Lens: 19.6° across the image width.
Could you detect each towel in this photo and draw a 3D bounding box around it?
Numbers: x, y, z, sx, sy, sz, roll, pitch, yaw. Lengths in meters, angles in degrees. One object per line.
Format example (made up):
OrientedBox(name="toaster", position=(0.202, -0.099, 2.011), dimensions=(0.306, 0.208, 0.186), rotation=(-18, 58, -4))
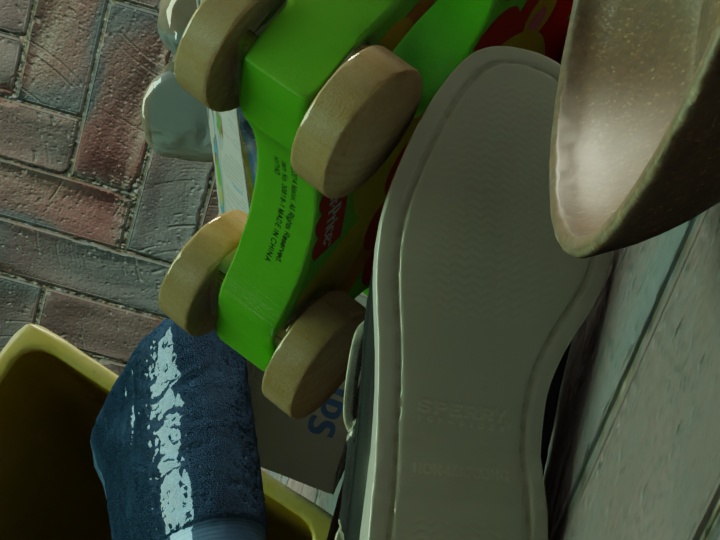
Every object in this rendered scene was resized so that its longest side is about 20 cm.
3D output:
OrientedBox(name="towel", position=(-0.069, 0.123, 0.831), dimensions=(0.112, 0.048, 0.201), rotation=(121, 146, -52))

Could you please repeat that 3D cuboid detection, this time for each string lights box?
OrientedBox(name="string lights box", position=(0.000, 0.000, 0.948), dimensions=(0.200, 0.059, 0.103), rotation=(-62, -8, -59))

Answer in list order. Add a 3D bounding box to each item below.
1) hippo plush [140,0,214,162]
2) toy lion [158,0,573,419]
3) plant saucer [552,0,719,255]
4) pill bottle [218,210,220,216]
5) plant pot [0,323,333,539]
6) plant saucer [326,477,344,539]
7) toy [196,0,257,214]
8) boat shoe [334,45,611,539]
OrientedBox(name="hippo plush", position=(-0.005, -0.102, 1.153), dimensions=(0.160, 0.199, 0.161), rotation=(-61, -18, 12))
OrientedBox(name="toy lion", position=(0.018, -0.056, 0.720), dimensions=(0.192, 0.069, 0.200), rotation=(-44, -20, -30))
OrientedBox(name="plant saucer", position=(0.089, -0.096, 0.460), dimensions=(0.200, 0.036, 0.202), rotation=(-164, 90, -85))
OrientedBox(name="pill bottle", position=(-0.018, -0.096, 1.322), dimensions=(0.111, 0.110, 0.201), rotation=(113, 171, -57))
OrientedBox(name="plant pot", position=(-0.123, 0.174, 1.080), dimensions=(0.196, 0.194, 0.200), rotation=(-57, -14, -6))
OrientedBox(name="plant saucer", position=(0.013, 0.108, 0.780), dimensions=(0.200, 0.036, 0.202), rotation=(-165, 90, -86))
OrientedBox(name="toy", position=(-0.048, -0.050, 1.031), dimensions=(0.115, 0.047, 0.201), rotation=(-122, 21, -69))
OrientedBox(name="boat shoe", position=(0.031, 0.032, 0.630), dimensions=(0.060, 0.073, 0.201), rotation=(133, 144, -69))
